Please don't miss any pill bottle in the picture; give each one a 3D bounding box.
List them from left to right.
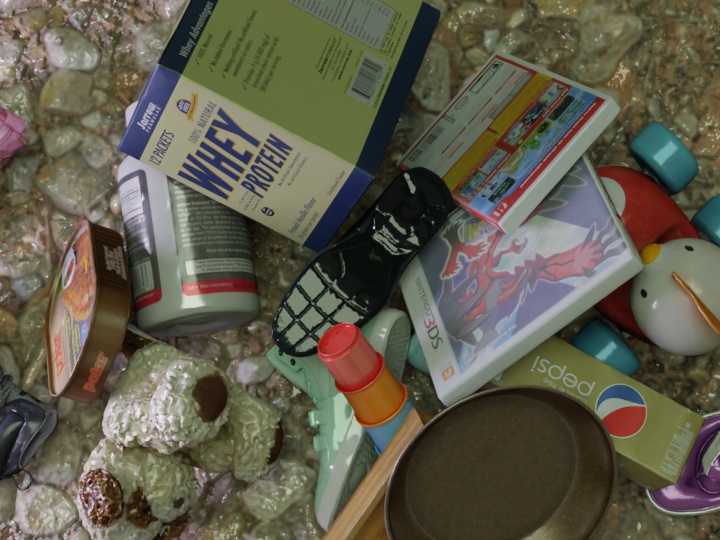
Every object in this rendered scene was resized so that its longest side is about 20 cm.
[{"bbox_3d":[-0.155,-0.050,1.739,0.110,0.111,0.202,-9,79,3],"label":"pill bottle"}]

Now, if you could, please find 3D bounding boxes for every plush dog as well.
[{"bbox_3d":[-0.180,0.154,1.674,0.159,0.200,0.173,25,82,25],"label":"plush dog"}]

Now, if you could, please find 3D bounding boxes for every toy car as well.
[{"bbox_3d":[0.250,0.002,1.630,0.184,0.200,0.177,-44,107,-1],"label":"toy car"}]

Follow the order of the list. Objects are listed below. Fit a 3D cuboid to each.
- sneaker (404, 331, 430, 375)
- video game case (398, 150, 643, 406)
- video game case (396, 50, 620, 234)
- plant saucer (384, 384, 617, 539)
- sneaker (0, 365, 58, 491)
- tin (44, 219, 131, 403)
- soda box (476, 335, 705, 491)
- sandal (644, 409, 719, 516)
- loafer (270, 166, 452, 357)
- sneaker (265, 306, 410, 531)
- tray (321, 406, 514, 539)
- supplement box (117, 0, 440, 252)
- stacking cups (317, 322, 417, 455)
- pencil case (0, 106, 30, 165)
[{"bbox_3d":[0.087,-0.004,1.729,0.081,0.074,0.202,17,81,4],"label":"sneaker"},{"bbox_3d":[0.124,-0.007,1.637,0.199,0.023,0.183,-37,39,15],"label":"video game case"},{"bbox_3d":[0.123,-0.114,1.702,0.143,0.200,0.017,-48,120,-4],"label":"video game case"},{"bbox_3d":[0.111,0.173,1.611,0.198,0.037,0.202,-7,118,-13],"label":"plant saucer"},{"bbox_3d":[-0.322,0.097,1.747,0.113,0.075,0.202,5,86,5],"label":"sneaker"},{"bbox_3d":[-0.236,0.036,1.698,0.042,0.200,0.113,22,113,-22],"label":"tin"},{"bbox_3d":[0.184,0.110,1.661,0.199,0.068,0.064,29,75,-3],"label":"soda box"},{"bbox_3d":[0.338,0.150,1.690,0.201,0.050,0.083,-20,77,3],"label":"sandal"},{"bbox_3d":[0.000,0.000,1.684,0.200,0.072,0.073,-44,90,-13],"label":"loafer"},{"bbox_3d":[-0.032,0.120,1.726,0.117,0.074,0.202,15,94,29],"label":"sneaker"},{"bbox_3d":[0.032,0.218,1.653,0.098,0.037,0.201,26,106,-25],"label":"tray"},{"bbox_3d":[-0.068,-0.163,1.681,0.198,0.134,0.201,27,55,-7],"label":"supplement box"},{"bbox_3d":[0.030,0.126,1.652,0.060,0.201,0.061,-20,37,16],"label":"stacking cups"},{"bbox_3d":[-0.386,-0.073,1.778,0.086,0.083,0.201,37,84,11],"label":"pencil case"}]
